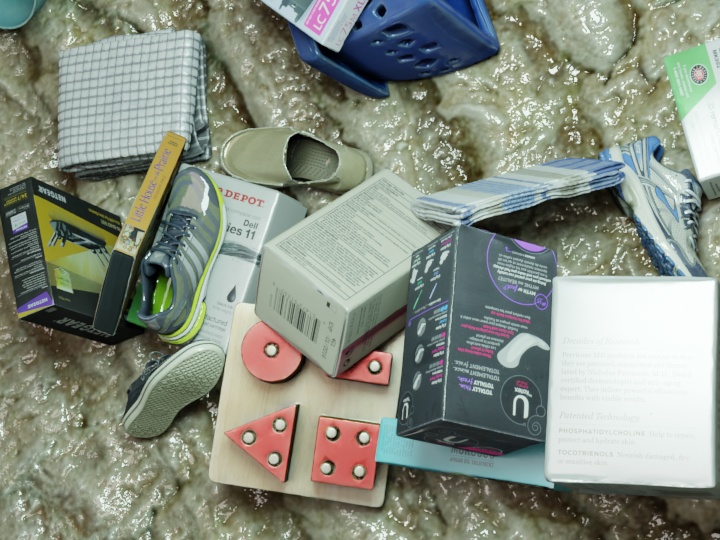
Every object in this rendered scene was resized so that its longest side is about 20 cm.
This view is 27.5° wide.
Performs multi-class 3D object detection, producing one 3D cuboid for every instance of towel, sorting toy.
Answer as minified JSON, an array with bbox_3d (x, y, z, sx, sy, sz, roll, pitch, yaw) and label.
[{"bbox_3d":[-0.276,-0.205,1.817,0.198,0.086,0.167,-7,74,22],"label":"towel"},{"bbox_3d":[-0.059,0.147,1.614,0.197,0.070,0.202,8,85,2],"label":"sorting toy"},{"bbox_3d":[0.163,-0.083,1.544,0.198,0.147,0.024,-16,102,-17],"label":"towel"}]

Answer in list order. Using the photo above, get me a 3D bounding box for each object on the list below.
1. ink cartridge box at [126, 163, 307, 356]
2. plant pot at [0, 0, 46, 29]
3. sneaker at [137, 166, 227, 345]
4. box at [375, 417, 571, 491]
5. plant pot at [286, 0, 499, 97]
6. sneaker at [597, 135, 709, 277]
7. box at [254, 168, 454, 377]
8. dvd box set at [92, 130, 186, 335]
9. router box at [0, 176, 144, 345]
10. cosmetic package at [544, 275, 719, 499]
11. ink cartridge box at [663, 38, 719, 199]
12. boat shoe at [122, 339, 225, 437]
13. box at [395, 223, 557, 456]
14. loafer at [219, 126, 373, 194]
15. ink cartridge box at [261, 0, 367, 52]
[{"bbox_3d":[-0.168,-0.009,1.727,0.146,0.083,0.202,16,85,24],"label":"ink cartridge box"},{"bbox_3d":[-0.455,-0.433,1.898,0.199,0.201,0.135,20,49,24],"label":"plant pot"},{"bbox_3d":[-0.204,-0.020,1.652,0.073,0.081,0.202,3,81,22],"label":"sneaker"},{"bbox_3d":[0.123,0.196,1.566,0.198,0.082,0.050,6,81,23],"label":"box"},{"bbox_3d":[0.017,-0.316,1.666,0.179,0.200,0.201,-27,69,22],"label":"plant pot"},{"bbox_3d":[0.326,-0.064,1.542,0.085,0.077,0.201,-27,62,3],"label":"sneaker"},{"bbox_3d":[0.000,0.000,1.587,0.128,0.110,0.199,37,49,24],"label":"box"},{"bbox_3d":[-0.254,-0.044,1.695,0.029,0.147,0.201,20,46,-4],"label":"dvd box set"},{"bbox_3d":[-0.339,-0.007,1.731,0.052,0.200,0.159,-20,72,17],"label":"router box"},{"bbox_3d":[0.285,0.120,1.471,0.165,0.167,0.202,-1,77,21],"label":"cosmetic package"},{"bbox_3d":[0.432,-0.178,1.524,0.199,0.084,0.147,-18,72,17],"label":"ink cartridge box"},{"bbox_3d":[-0.219,0.125,1.691,0.200,0.074,0.063,-45,42,45],"label":"boat shoe"},{"bbox_3d":[0.117,0.073,1.477,0.106,0.121,0.202,-31,48,60],"label":"box"},{"bbox_3d":[-0.083,-0.135,1.729,0.198,0.068,0.076,7,81,23],"label":"loafer"},{"bbox_3d":[-0.067,-0.336,1.590,0.200,0.042,0.120,40,105,33],"label":"ink cartridge box"}]
